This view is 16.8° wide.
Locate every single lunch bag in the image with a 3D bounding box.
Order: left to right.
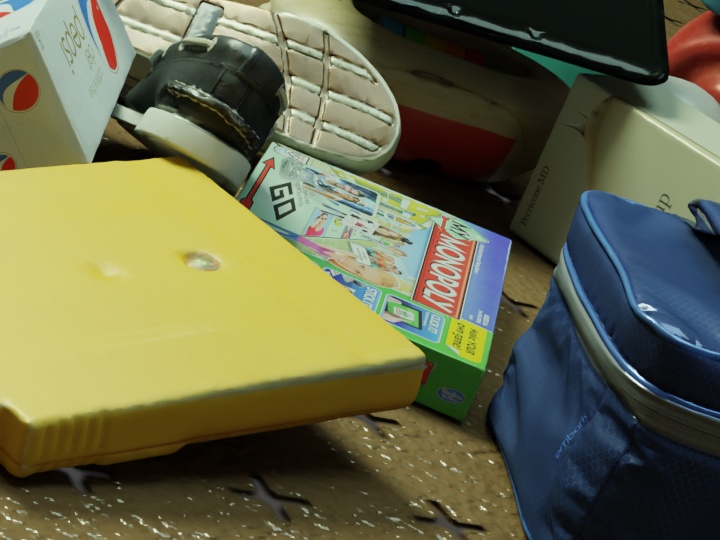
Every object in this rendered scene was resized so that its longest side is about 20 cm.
[{"bbox_3d":[0.144,0.047,1.031,0.136,0.132,0.200,19,19,-14],"label":"lunch bag"}]

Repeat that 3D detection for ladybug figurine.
[{"bbox_3d":[0.029,-0.106,1.415,0.200,0.072,0.136,20,18,-9],"label":"ladybug figurine"}]

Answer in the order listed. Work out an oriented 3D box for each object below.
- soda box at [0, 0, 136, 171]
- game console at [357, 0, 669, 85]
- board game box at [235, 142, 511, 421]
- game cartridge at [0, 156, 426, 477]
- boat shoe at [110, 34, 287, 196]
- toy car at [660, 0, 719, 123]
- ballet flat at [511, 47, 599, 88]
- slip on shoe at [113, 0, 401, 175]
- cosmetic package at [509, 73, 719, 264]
[{"bbox_3d":[-0.155,-0.095,1.139,0.064,0.068,0.200,-20,18,8],"label":"soda box"},{"bbox_3d":[0.062,-0.146,1.382,0.200,0.116,0.176,16,-22,-7],"label":"game console"},{"bbox_3d":[0.000,0.000,1.155,0.135,0.029,0.200,22,18,-1],"label":"board game box"},{"bbox_3d":[-0.103,0.013,0.955,0.200,0.032,0.176,-9,35,-40],"label":"game cartridge"},{"bbox_3d":[-0.075,-0.078,1.152,0.074,0.060,0.200,32,-3,-6],"label":"boat shoe"},{"bbox_3d":[0.207,-0.069,1.452,0.200,0.184,0.177,-27,47,-29],"label":"toy car"},{"bbox_3d":[0.088,-0.165,1.671,0.200,0.069,0.063,11,8,-35],"label":"ballet flat"},{"bbox_3d":[-0.071,-0.099,1.291,0.200,0.061,0.076,22,61,8],"label":"slip on shoe"},{"bbox_3d":[0.185,-0.016,1.305,0.073,0.104,0.200,1,27,-47],"label":"cosmetic package"}]
